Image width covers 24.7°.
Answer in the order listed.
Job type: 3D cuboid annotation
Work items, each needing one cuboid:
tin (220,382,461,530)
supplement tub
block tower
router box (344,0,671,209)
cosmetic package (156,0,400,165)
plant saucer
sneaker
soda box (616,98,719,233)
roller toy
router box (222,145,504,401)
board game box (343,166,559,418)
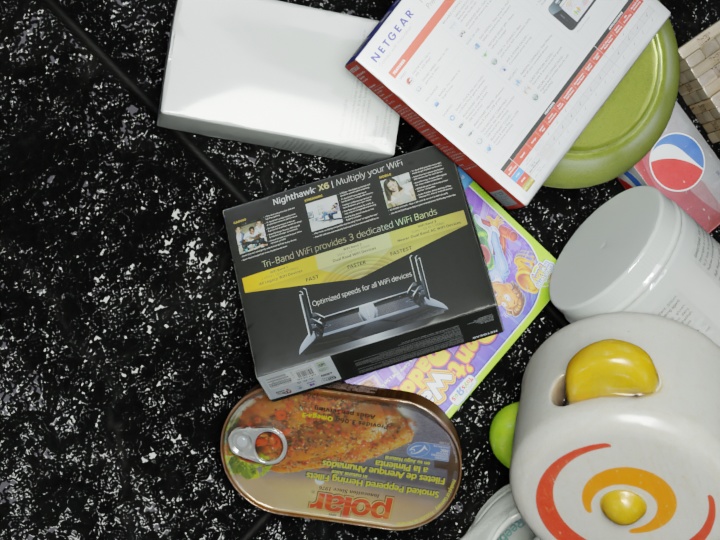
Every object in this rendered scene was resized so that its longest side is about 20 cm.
[{"bbox_3d":[-0.015,0.149,1.345,0.197,0.042,0.113,8,100,5],"label":"tin"},{"bbox_3d":[0.267,0.040,1.359,0.200,0.132,0.132,41,81,-19],"label":"supplement tub"},{"bbox_3d":[0.343,-0.119,1.440,0.054,0.058,0.201,-34,94,-10],"label":"block tower"},{"bbox_3d":[0.118,-0.183,1.305,0.179,0.049,0.201,40,83,-8],"label":"router box"},{"bbox_3d":[-0.064,-0.160,1.364,0.198,0.081,0.114,11,84,-7],"label":"cosmetic package"},{"bbox_3d":[0.175,-0.169,1.357,0.197,0.031,0.203,0,90,-11],"label":"plant saucer"},{"bbox_3d":[0.093,0.259,1.358,0.075,0.088,0.201,38,82,-6],"label":"sneaker"},{"bbox_3d":[0.242,-0.117,1.418,0.070,0.063,0.201,-37,92,-8],"label":"soda box"},{"bbox_3d":[0.209,0.138,1.276,0.181,0.201,0.140,26,41,-9],"label":"roller toy"},{"bbox_3d":[0.000,0.000,1.323,0.198,0.052,0.159,-16,61,4],"label":"router box"},{"bbox_3d":[0.063,0.033,1.389,0.134,0.045,0.200,42,81,-5],"label":"board game box"}]
